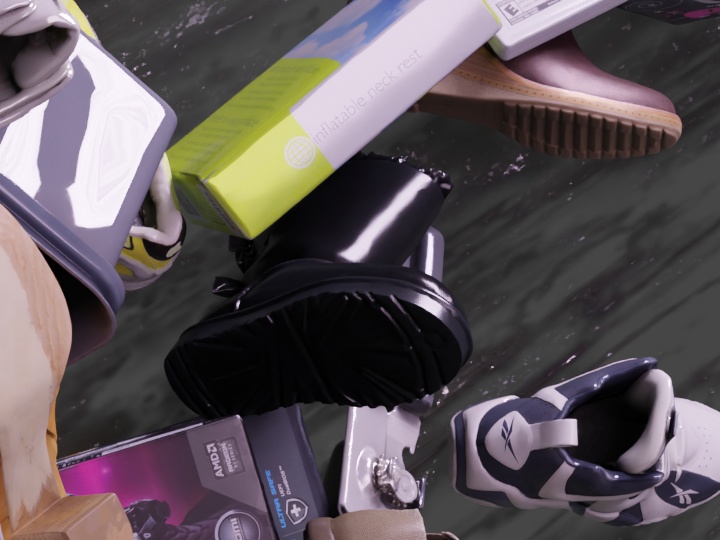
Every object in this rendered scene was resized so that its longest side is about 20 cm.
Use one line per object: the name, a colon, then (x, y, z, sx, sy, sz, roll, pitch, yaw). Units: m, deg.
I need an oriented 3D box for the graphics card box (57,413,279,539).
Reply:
graphics card box: (-0.136, 0.157, 1.462, 0.200, 0.051, 0.126, -16, 88, -5)

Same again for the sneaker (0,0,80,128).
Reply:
sneaker: (-0.148, -0.131, 1.375, 0.200, 0.116, 0.074, -43, 132, -19)

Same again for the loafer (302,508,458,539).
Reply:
loafer: (0.034, 0.182, 1.556, 0.200, 0.067, 0.076, 49, 28, -58)

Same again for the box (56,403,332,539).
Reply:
box: (-0.080, 0.178, 1.547, 0.159, 0.046, 0.200, -15, 88, -33)

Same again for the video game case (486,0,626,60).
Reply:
video game case: (0.086, -0.223, 1.678, 0.143, 0.018, 0.200, -27, 65, -17)

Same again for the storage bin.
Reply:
storage bin: (-0.190, -0.035, 1.445, 0.146, 0.200, 0.134, 41, 50, -19)

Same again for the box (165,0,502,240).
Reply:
box: (-0.012, -0.099, 1.569, 0.200, 0.122, 0.048, -40, 105, -10)

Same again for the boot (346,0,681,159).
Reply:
boot: (0.095, -0.158, 1.685, 0.200, 0.072, 0.167, 13, 70, -3)

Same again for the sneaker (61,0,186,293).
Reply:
sneaker: (-0.144, -0.087, 1.545, 0.075, 0.076, 0.200, -33, 97, -31)

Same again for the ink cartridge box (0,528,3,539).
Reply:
ink cartridge box: (-0.243, 0.102, 1.351, 0.068, 0.200, 0.115, -22, 113, -34)

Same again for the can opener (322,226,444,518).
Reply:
can opener: (0.008, 0.061, 1.623, 0.053, 0.066, 0.200, 31, 56, -38)

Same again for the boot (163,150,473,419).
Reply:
boot: (0.001, 0.001, 1.540, 0.073, 0.198, 0.163, 58, 43, -22)

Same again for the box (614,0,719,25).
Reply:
box: (0.234, -0.221, 1.723, 0.132, 0.200, 0.115, 7, 75, -55)

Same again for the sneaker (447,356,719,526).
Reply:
sneaker: (0.162, 0.097, 1.669, 0.199, 0.130, 0.080, 10, 75, -31)

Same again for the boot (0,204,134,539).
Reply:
boot: (-0.190, 0.066, 1.364, 0.071, 0.144, 0.201, -31, 105, -43)
